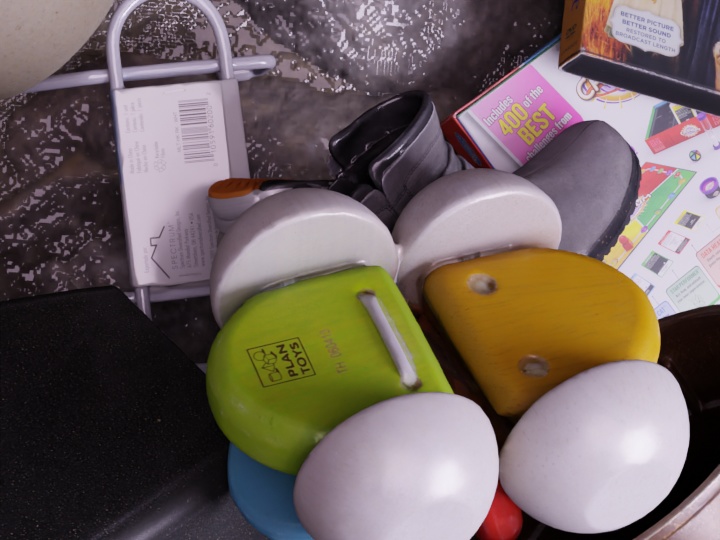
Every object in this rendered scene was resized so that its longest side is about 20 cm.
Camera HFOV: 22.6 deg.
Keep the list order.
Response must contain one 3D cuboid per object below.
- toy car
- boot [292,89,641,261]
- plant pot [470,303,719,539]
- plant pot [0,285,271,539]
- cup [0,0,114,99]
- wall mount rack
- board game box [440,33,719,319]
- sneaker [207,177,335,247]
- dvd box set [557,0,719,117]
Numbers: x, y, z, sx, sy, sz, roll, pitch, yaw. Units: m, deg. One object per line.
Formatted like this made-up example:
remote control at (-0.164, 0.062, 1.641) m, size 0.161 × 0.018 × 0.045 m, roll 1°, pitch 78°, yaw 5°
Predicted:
toy car at (0.027, 0.060, 0.770) m, size 0.199 × 0.175 × 0.150 m, roll -8°, pitch 137°, yaw -23°
boot at (0.054, -0.038, 0.875) m, size 0.200 × 0.070 × 0.132 m, roll -49°, pitch 126°, yaw -26°
plant pot at (0.165, 0.156, 0.846) m, size 0.200 × 0.200 × 0.199 m, roll -40°, pitch 105°, yaw -8°
plant pot at (-0.145, 0.126, 0.846) m, size 0.177 × 0.200 × 0.200 m, roll -31°, pitch 140°, yaw -25°
cup at (-0.197, -0.165, 0.868) m, size 0.200 × 0.200 × 0.143 m, roll -49°, pitch 125°, yaw -7°
wall mount rack at (-0.124, -0.042, 0.932) m, size 0.173 × 0.075 × 0.201 m, roll -7°, pitch 92°, yaw -15°
board game box at (0.162, -0.045, 0.991) m, size 0.153 × 0.040 × 0.200 m, roll -36°, pitch 92°, yaw -11°
sneaker at (0.000, 0.000, 0.927) m, size 0.199 × 0.076 × 0.093 m, roll -1°, pitch 94°, yaw -44°
dvd box set at (0.185, -0.185, 0.977) m, size 0.146 × 0.029 × 0.201 m, roll 14°, pitch 71°, yaw -18°
